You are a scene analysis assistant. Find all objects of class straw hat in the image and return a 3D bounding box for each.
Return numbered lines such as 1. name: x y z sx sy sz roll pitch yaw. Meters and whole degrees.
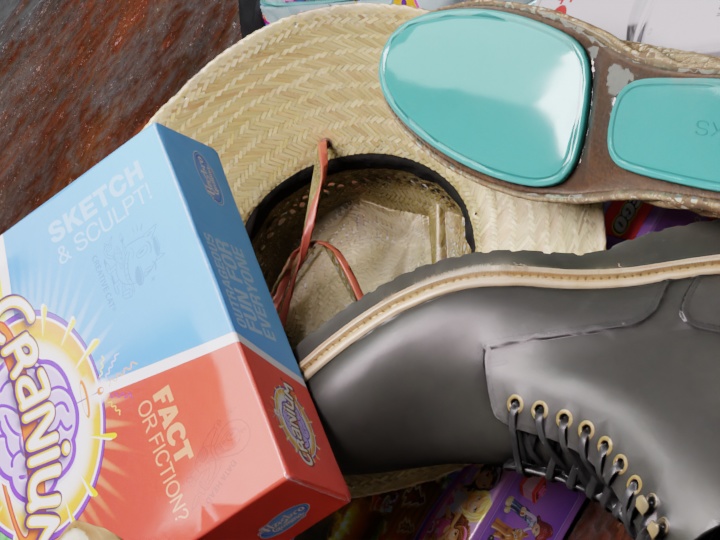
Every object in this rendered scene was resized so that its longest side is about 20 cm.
1. straw hat: 0.000 0.000 1.129 0.202 0.201 0.085 -58 -15 -4

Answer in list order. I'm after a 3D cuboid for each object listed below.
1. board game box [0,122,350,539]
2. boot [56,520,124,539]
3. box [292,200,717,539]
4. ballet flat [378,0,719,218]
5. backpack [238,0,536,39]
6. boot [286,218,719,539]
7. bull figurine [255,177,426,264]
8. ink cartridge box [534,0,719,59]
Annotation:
1. board game box: -0.114 0.065 1.049 0.200 0.040 0.154 -35 59 21
2. boot: -0.019 0.137 0.975 0.066 0.200 0.176 -28 37 48
3. box: 0.053 0.046 1.139 0.201 0.039 0.137 -59 27 -7
4. ballet flat: 0.096 -0.051 1.038 0.199 0.065 0.071 19 96 39
5. backpack: 0.041 -0.143 1.278 0.200 0.126 0.167 2 58 56
6. boot: 0.069 0.060 0.987 0.199 0.078 0.139 -18 42 9
7. bull figurine: -0.029 0.003 1.215 0.065 0.199 0.122 10 105 49
8. ink cartridge box: 0.165 -0.120 1.087 0.200 0.084 0.147 -2 58 59
